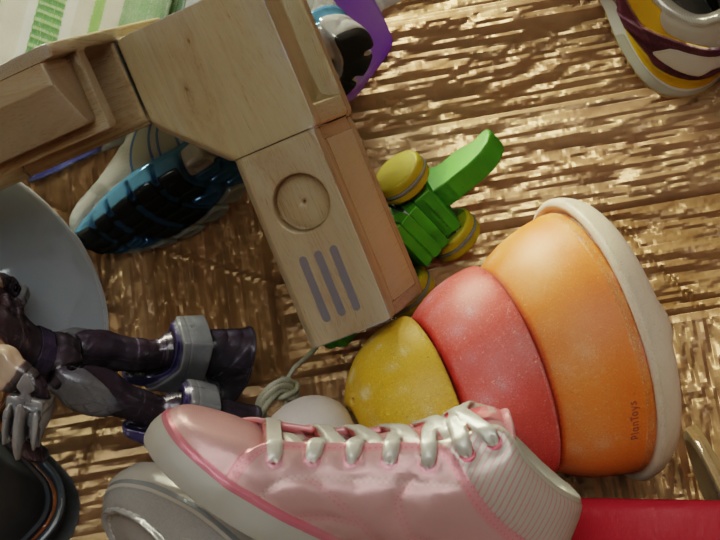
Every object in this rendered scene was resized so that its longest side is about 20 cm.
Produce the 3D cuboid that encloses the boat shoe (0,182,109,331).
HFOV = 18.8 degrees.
[{"bbox_3d":[-0.210,-0.022,1.176,0.070,0.066,0.200,-43,89,-14],"label":"boat shoe"}]

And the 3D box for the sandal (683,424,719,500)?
[{"bbox_3d":[0.171,0.183,1.051,0.069,0.078,0.212,-21,75,0],"label":"sandal"}]

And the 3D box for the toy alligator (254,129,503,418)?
[{"bbox_3d":[0.000,0.000,1.155,0.200,0.059,0.054,-50,29,-9],"label":"toy alligator"}]

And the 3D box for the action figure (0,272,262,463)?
[{"bbox_3d":[-0.148,0.049,1.085,0.200,0.069,0.130,18,33,-23],"label":"action figure"}]

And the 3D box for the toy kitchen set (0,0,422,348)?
[{"bbox_3d":[-0.108,-0.025,1.047,0.200,0.163,0.181,-21,94,16],"label":"toy kitchen set"}]

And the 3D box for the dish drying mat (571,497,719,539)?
[{"bbox_3d":[0.141,0.147,1.028,0.200,0.018,0.077,-1,88,23],"label":"dish drying mat"}]

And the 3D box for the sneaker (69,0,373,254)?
[{"bbox_3d":[-0.086,-0.089,1.167,0.200,0.075,0.087,-40,65,15],"label":"sneaker"}]

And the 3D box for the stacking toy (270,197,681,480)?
[{"bbox_3d":[0.043,0.058,1.055,0.200,0.146,0.146,-18,68,-14],"label":"stacking toy"}]

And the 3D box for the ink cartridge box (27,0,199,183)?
[{"bbox_3d":[-0.137,-0.176,1.239,0.200,0.041,0.200,-26,69,-2],"label":"ink cartridge box"}]

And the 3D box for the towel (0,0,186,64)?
[{"bbox_3d":[-0.167,-0.172,1.191,0.200,0.023,0.153,16,91,37],"label":"towel"}]

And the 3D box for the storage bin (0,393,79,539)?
[{"bbox_3d":[-0.250,0.078,1.110,0.146,0.134,0.200,-44,72,-10],"label":"storage bin"}]

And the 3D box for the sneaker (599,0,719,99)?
[{"bbox_3d":[0.141,-0.191,1.175,0.075,0.090,0.200,-34,75,-20],"label":"sneaker"}]

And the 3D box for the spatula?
[{"bbox_3d":[0.040,-0.170,1.216,0.200,0.057,0.021,-43,34,-16],"label":"spatula"}]

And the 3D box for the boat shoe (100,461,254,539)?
[{"bbox_3d":[-0.065,0.158,0.993,0.068,0.072,0.200,-33,51,-29],"label":"boat shoe"}]

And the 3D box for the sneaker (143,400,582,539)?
[{"bbox_3d":[0.009,0.088,0.981,0.200,0.075,0.105,29,99,-8],"label":"sneaker"}]
